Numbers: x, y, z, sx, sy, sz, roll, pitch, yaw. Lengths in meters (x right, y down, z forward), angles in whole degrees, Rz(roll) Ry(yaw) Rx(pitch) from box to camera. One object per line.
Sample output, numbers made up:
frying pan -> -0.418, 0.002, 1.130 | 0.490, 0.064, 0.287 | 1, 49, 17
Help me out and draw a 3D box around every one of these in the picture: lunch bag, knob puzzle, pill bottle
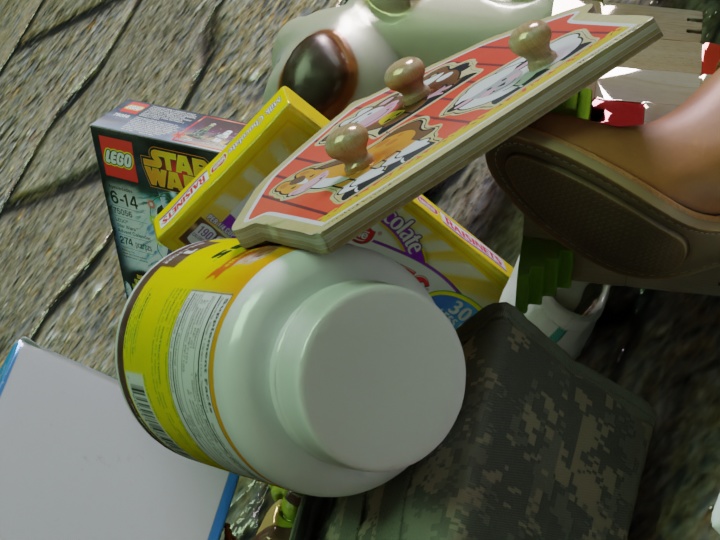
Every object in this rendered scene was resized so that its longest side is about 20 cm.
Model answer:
lunch bag -> 0.027, 0.136, 1.095 | 0.200, 0.117, 0.164 | -38, 25, 44
knob puzzle -> 0.022, -0.074, 1.065 | 0.219, 0.031, 0.220 | -29, 14, 8
pill bottle -> -0.031, 0.041, 1.052 | 0.109, 0.109, 0.200 | -58, 22, -12

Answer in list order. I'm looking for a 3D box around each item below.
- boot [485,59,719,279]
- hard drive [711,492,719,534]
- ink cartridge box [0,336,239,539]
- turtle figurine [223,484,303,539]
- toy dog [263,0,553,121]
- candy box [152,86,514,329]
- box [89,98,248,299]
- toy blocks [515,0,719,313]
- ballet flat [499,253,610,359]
boot -> 0.165, -0.071, 1.038 | 0.077, 0.199, 0.156 | 102, -174, -66
hard drive -> 0.226, 0.027, 0.929 | 0.200, 0.026, 0.132 | -44, -2, 19
ink cartridge box -> -0.176, 0.172, 1.309 | 0.200, 0.144, 0.148 | -55, 14, 46
turtle figurine -> -0.044, 0.161, 1.224 | 0.200, 0.064, 0.162 | 114, 174, -47
toy dog -> 0.041, -0.116, 1.345 | 0.199, 0.140, 0.194 | -20, 65, -6
candy box -> 0.000, 0.000, 1.222 | 0.102, 0.200, 0.026 | -46, 27, 15
box -> -0.056, -0.014, 1.328 | 0.200, 0.137, 0.040 | 13, 36, 34
toy blocks -> 0.152, -0.060, 1.131 | 0.200, 0.136, 0.100 | -79, -8, -45
ballet flat -> 0.122, -0.043, 1.219 | 0.069, 0.069, 0.201 | -20, 45, 51
